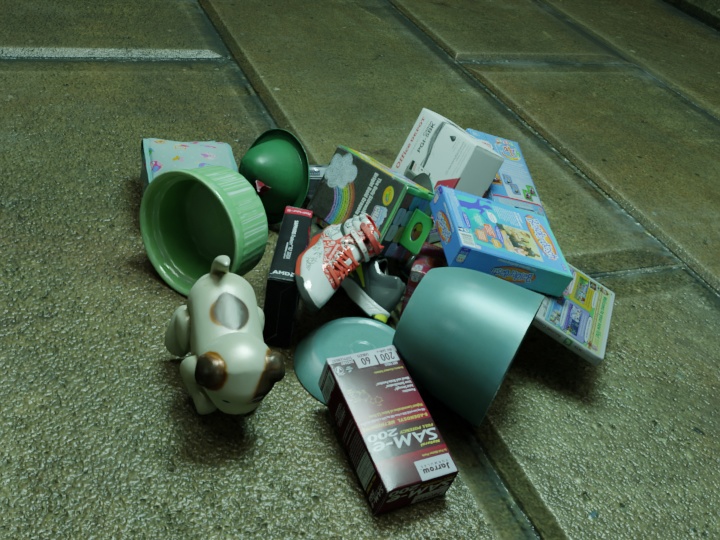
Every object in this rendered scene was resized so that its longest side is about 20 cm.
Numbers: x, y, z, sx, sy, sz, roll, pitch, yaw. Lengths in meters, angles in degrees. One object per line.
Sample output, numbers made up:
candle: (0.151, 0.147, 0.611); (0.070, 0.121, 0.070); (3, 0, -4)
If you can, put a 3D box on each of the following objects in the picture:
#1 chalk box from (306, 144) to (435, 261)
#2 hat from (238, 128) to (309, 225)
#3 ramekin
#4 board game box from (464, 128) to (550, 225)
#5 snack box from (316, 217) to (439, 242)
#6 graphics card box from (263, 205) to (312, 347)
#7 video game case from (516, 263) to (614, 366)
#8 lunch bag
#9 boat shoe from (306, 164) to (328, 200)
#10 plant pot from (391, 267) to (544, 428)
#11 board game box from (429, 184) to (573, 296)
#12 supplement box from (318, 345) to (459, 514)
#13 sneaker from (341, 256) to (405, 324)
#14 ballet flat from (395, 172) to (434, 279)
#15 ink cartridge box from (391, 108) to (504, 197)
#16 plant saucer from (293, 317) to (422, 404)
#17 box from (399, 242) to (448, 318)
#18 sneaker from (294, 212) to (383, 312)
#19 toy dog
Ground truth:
chalk box: (0.037, -0.098, 1.330); (0.199, 0.126, 0.123); (35, 13, 27)
hat: (-0.196, -0.165, 1.384); (0.175, 0.199, 0.168); (-6, 72, -51)
ramekin: (-0.239, -0.067, 1.270); (0.198, 0.203, 0.097); (27, 29, 22)
board game box: (0.283, -0.177, 1.608); (0.150, 0.037, 0.203); (7, 57, -38)
snack box: (0.039, -0.092, 1.506); (0.198, 0.054, 0.142); (-16, 42, -33)
graphics card box: (-0.113, 0.006, 1.259); (0.050, 0.127, 0.201); (10, 34, -2)
video game case: (0.307, 0.041, 1.270); (0.181, 0.022, 0.200); (33, 34, 3)
lunch bag: (-0.305, -0.162, 1.448); (0.168, 0.123, 0.201); (-2, 42, -17)
boat shoe: (-0.070, -0.167, 1.567); (0.072, 0.069, 0.199); (2, 9, 6)
plant pot: (0.139, 0.090, 1.134); (0.159, 0.203, 0.201); (27, 37, 13)
board game box: (0.213, -0.046, 1.248); (0.197, 0.045, 0.153); (14, 37, -20)
supplement box: (0.032, 0.200, 1.053); (0.107, 0.061, 0.201); (-9, 52, -27)
sneaker: (0.000, 0.000, 1.324); (0.085, 0.074, 0.200); (-45, 61, 1)
ballet flat: (0.090, -0.085, 1.415); (0.068, 0.067, 0.203); (19, 64, -39)
ink cartridge box: (0.160, -0.202, 1.563); (0.082, 0.148, 0.200); (17, 19, -36)
plant saucer: (0.001, 0.128, 1.200); (0.197, 0.036, 0.201); (8, 35, -6)
box: (0.172, 0.046, 1.308); (0.197, 0.101, 0.096); (18, 34, 9)
sneaker: (-0.026, -0.020, 1.190); (0.107, 0.068, 0.202); (-20, 23, 18)
toy dog: (-0.163, 0.100, 1.063); (0.138, 0.196, 0.201); (9, 26, -25)
